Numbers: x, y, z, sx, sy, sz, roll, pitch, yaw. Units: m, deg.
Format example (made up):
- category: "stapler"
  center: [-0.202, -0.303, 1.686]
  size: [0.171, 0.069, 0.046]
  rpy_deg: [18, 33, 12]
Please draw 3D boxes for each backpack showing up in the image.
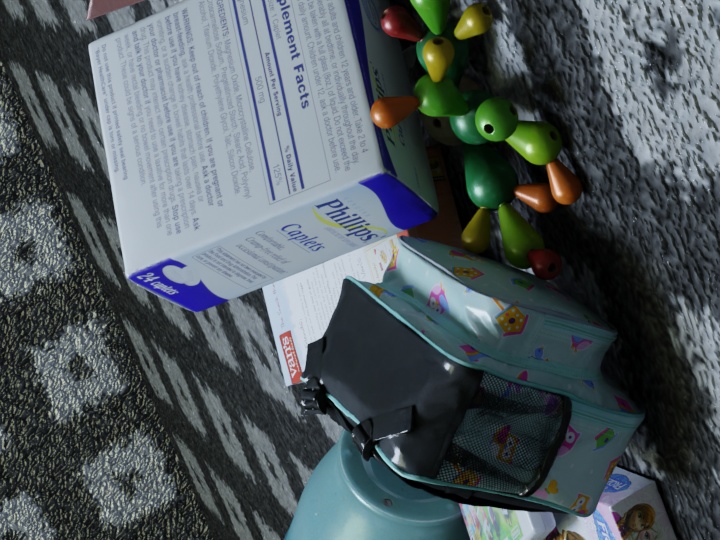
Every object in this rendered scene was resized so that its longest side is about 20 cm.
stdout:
- category: "backpack"
  center: [0.085, 0.075, 1.149]
  size: [0.199, 0.154, 0.175]
  rpy_deg: [28, -179, -35]

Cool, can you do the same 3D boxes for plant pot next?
- category: "plant pot"
  center: [0.036, 0.217, 1.543]
  size: [0.201, 0.199, 0.189]
  rpy_deg: [53, 149, 32]

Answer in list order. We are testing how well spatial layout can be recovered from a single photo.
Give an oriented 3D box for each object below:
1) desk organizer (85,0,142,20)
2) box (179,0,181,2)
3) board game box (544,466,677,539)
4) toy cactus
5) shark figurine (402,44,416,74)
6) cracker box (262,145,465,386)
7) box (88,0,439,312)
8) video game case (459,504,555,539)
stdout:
- category: "desk organizer"
  center: [-0.190, -0.281, 1.492]
  size: [0.200, 0.076, 0.072]
  rpy_deg: [-80, -29, -66]
- category: "box"
  center: [-0.095, -0.199, 1.439]
  size: [0.200, 0.068, 0.083]
  rpy_deg: [-156, 71, -67]
- category: "board game box"
  center: [0.190, 0.233, 1.301]
  size: [0.202, 0.041, 0.199]
  rpy_deg: [67, 165, -11]
- category: "toy cactus"
  center: [0.063, -0.092, 1.126]
  size: [0.201, 0.102, 0.165]
  rpy_deg: [57, 177, -14]
- category: "shark figurine"
  center: [-0.054, -0.124, 1.302]
  size: [0.214, 0.127, 0.091]
  rpy_deg: [-6, 92, 60]
- category: "cracker box"
  center: [0.000, 0.000, 1.338]
  size: [0.199, 0.057, 0.135]
  rpy_deg: [-24, 78, 51]
- category: "box"
  center: [-0.067, -0.096, 1.198]
  size: [0.105, 0.198, 0.186]
  rpy_deg: [34, -141, -60]
- category: "video game case"
  center: [0.094, 0.136, 1.362]
  size: [0.200, 0.022, 0.184]
  rpy_deg: [107, 148, -69]
